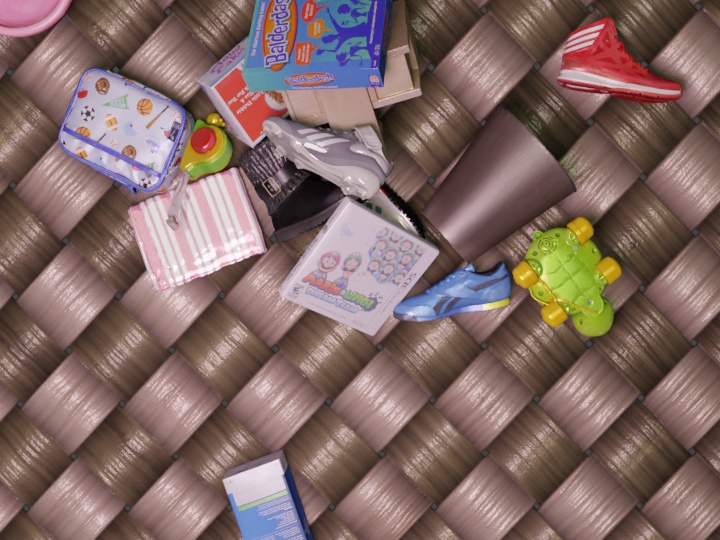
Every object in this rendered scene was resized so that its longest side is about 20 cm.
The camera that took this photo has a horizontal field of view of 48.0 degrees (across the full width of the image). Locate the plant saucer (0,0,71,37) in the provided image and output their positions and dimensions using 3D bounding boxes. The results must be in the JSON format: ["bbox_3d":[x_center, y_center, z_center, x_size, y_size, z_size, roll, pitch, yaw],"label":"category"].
[{"bbox_3d":[-0.542,-0.472,1.283,0.195,0.051,0.206,0,94,0],"label":"plant saucer"}]

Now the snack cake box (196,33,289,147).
[{"bbox_3d":[-0.135,-0.302,1.237,0.200,0.067,0.116,-43,127,-10],"label":"snack cake box"}]

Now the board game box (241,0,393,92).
[{"bbox_3d":[-0.058,-0.328,1.134,0.195,0.045,0.155,0,66,14],"label":"board game box"}]

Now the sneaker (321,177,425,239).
[{"bbox_3d":[0.015,-0.094,1.298,0.200,0.070,0.093,44,108,-2],"label":"sneaker"}]

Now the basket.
[{"bbox_3d":[0.203,-0.119,1.259,0.200,0.136,0.181,-44,84,7],"label":"basket"}]

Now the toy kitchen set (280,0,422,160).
[{"bbox_3d":[-0.001,-0.280,1.253,0.196,0.182,0.165,-13,127,12],"label":"toy kitchen set"}]

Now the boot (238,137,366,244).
[{"bbox_3d":[-0.091,-0.144,1.247,0.208,0.079,0.161,-20,94,35],"label":"boot"}]

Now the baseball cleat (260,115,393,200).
[{"bbox_3d":[-0.044,-0.182,1.180,0.198,0.070,0.107,34,69,7],"label":"baseball cleat"}]

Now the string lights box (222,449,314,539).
[{"bbox_3d":[-0.143,0.412,1.326,0.101,0.059,0.204,-18,93,2],"label":"string lights box"}]

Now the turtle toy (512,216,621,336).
[{"bbox_3d":[0.331,0.019,1.277,0.145,0.101,0.202,-37,93,3],"label":"turtle toy"}]

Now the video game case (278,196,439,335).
[{"bbox_3d":[0.000,0.000,1.244,0.198,0.024,0.183,25,112,-36],"label":"video game case"}]

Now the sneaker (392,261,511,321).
[{"bbox_3d":[0.144,0.032,1.295,0.195,0.066,0.080,-11,101,-4],"label":"sneaker"}]

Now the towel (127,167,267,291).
[{"bbox_3d":[-0.265,-0.066,1.318,0.196,0.030,0.149,-20,93,-1],"label":"towel"}]

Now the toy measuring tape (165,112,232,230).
[{"bbox_3d":[-0.247,-0.157,1.272,0.072,0.074,0.204,14,72,0],"label":"toy measuring tape"}]

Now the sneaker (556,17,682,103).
[{"bbox_3d":[0.416,-0.334,1.270,0.195,0.078,0.118,10,95,-1],"label":"sneaker"}]

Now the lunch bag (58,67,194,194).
[{"bbox_3d":[-0.368,-0.215,1.283,0.197,0.076,0.163,26,92,3],"label":"lunch bag"}]
